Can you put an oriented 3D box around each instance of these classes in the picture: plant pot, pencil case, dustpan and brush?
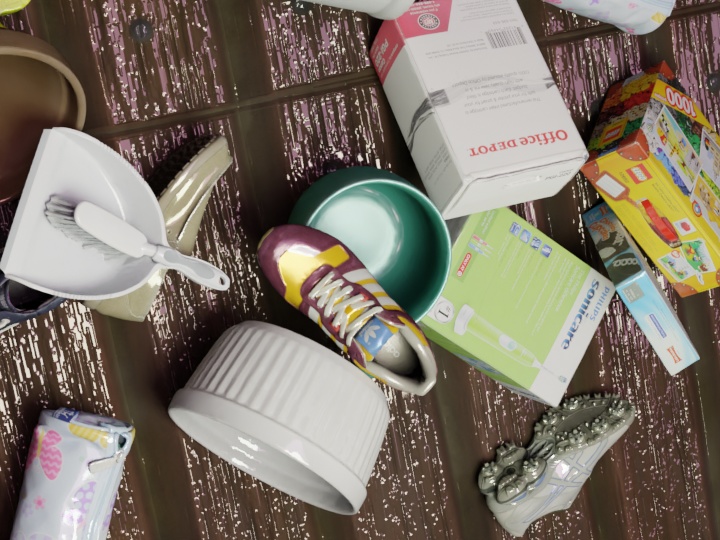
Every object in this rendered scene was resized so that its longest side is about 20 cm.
[{"bbox_3d":[-0.336,-0.140,1.068,0.199,0.201,0.093,-18,61,-23],"label":"plant pot"},{"bbox_3d":[-0.261,0.224,1.150,0.083,0.090,0.202,16,88,-69],"label":"pencil case"},{"bbox_3d":[-0.197,-0.024,1.110,0.199,0.057,0.141,31,65,-44],"label":"dustpan and brush"},{"bbox_3d":[0.240,-0.304,1.331,0.199,0.090,0.084,8,91,-42],"label":"pencil case"}]

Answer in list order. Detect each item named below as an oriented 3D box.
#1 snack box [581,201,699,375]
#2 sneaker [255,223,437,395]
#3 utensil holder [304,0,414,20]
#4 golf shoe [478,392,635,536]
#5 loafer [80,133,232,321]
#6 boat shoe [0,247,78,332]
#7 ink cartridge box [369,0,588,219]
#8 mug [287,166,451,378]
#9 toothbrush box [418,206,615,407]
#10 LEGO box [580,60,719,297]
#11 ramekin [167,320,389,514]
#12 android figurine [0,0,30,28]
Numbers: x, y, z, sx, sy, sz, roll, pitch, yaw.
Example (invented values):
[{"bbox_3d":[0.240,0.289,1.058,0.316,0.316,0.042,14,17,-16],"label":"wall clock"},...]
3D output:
[{"bbox_3d":[0.290,0.013,1.350,0.037,0.200,0.117,-31,110,12],"label":"snack box"},{"bbox_3d":[-0.006,0.033,1.144,0.200,0.090,0.075,39,94,-19],"label":"sneaker"},{"bbox_3d":[-0.048,-0.328,1.173,0.198,0.170,0.172,4,92,-24],"label":"utensil holder"},{"bbox_3d":[0.220,0.211,1.409,0.199,0.078,0.098,-30,123,-15],"label":"golf shoe"},{"bbox_3d":[-0.178,-0.037,1.189,0.068,0.076,0.201,39,87,-24],"label":"loafer"},{"bbox_3d":[-0.336,0.029,1.104,0.199,0.093,0.075,-31,106,-20],"label":"boat shoe"},{"bbox_3d":[0.114,-0.163,1.264,0.144,0.085,0.201,-13,68,-24],"label":"ink cartridge box"},{"bbox_3d":[-0.006,-0.009,1.242,0.151,0.114,0.186,29,97,-18],"label":"mug"},{"bbox_3d":[0.146,0.028,1.339,0.199,0.086,0.147,31,82,-23],"label":"toothbrush box"},{"bbox_3d":[0.337,-0.098,1.393,0.200,0.077,0.149,47,45,-21],"label":"LEGO box"},{"bbox_3d":[-0.067,0.132,1.190,0.200,0.200,0.106,37,69,-23],"label":"ramekin"},{"bbox_3d":[-0.358,-0.268,1.100,0.199,0.041,0.184,-21,102,-21],"label":"android figurine"}]
